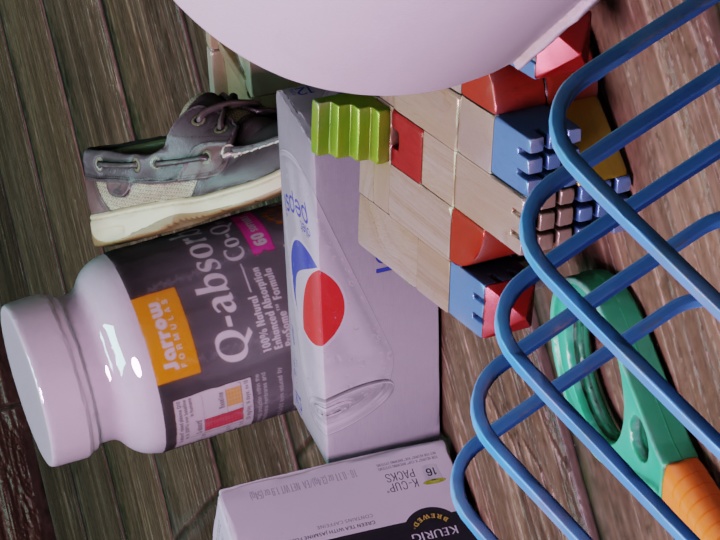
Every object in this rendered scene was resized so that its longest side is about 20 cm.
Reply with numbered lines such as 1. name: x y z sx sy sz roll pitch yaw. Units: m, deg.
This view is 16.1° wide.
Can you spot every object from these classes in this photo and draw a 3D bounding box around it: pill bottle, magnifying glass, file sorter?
1. pill bottle: -0.092 0.036 1.425 0.116 0.200 0.117 163 90 -75
2. magnifying glass: 0.120 0.072 1.028 0.200 0.022 0.080 -121 24 -50
3. file sorter: 0.114 0.021 0.706 0.123 0.139 0.200 46 153 21

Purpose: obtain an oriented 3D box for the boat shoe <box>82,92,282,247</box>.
1. boat shoe: -0.080 -0.065 1.394 0.201 0.072 0.066 -18 97 38

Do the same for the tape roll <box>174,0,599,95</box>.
1. tape roll: 0.019 -0.171 0.863 0.139 0.202 0.203 141 116 -74

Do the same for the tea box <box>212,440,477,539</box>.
1. tea box: 0.005 0.235 1.360 0.200 0.133 0.197 98 155 -52

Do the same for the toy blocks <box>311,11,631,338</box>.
1. toy blocks: 0.057 -0.056 1.054 0.137 0.100 0.200 39 134 49

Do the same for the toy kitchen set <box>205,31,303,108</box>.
1. toy kitchen set: -0.131 -0.167 1.472 0.163 0.180 0.200 -122 24 -55

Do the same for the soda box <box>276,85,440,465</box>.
1. soda box: 0.000 0.000 1.328 0.063 0.068 0.200 -123 26 -53
